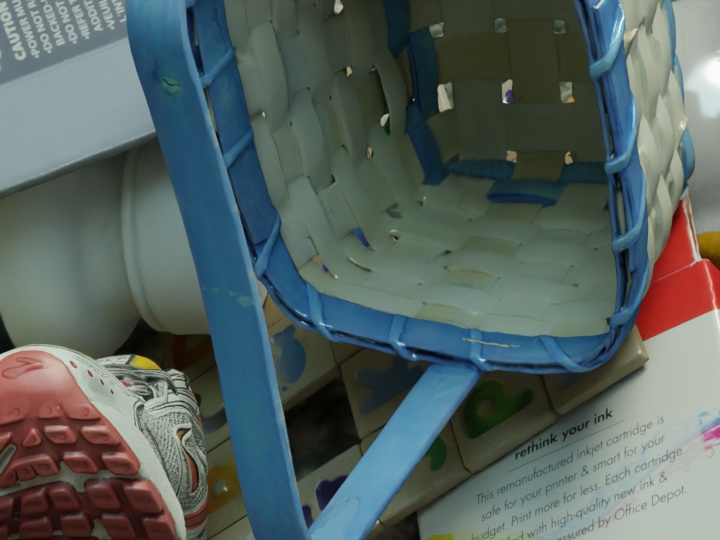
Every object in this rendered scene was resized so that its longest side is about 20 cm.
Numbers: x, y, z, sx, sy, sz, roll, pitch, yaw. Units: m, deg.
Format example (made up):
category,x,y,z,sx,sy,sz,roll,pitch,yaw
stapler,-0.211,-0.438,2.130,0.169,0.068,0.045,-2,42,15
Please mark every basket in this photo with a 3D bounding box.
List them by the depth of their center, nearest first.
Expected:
category,x,y,z,sx,sy,sz,roll,pitch,yaw
basket,0.011,-0.037,0.670,0.139,0.177,0.200,3,28,26

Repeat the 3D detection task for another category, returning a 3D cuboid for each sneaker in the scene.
category,x,y,z,sx,sy,sz,roll,pitch,yaw
sneaker,-0.085,0.058,0.705,0.078,0.200,0.082,0,70,1

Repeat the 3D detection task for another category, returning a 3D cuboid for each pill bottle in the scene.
category,x,y,z,sx,sy,sz,roll,pitch,yaw
pill bottle,-0.134,-0.022,0.820,0.199,0.111,0.111,2,54,15

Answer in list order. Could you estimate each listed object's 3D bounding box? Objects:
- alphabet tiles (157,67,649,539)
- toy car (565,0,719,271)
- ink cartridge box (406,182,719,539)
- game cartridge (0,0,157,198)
category,x,y,z,sx,sy,sz,roll,pitch,yaw
alphabet tiles,0.000,0.000,0.806,0.167,0.008,0.200,-35,44,19
toy car,0.141,-0.039,0.813,0.200,0.184,0.177,-21,49,27
ink cartridge box,0.082,0.079,0.735,0.116,0.067,0.201,-26,49,25
game cartridge,-0.120,-0.125,0.735,0.133,0.042,0.201,-20,95,1
